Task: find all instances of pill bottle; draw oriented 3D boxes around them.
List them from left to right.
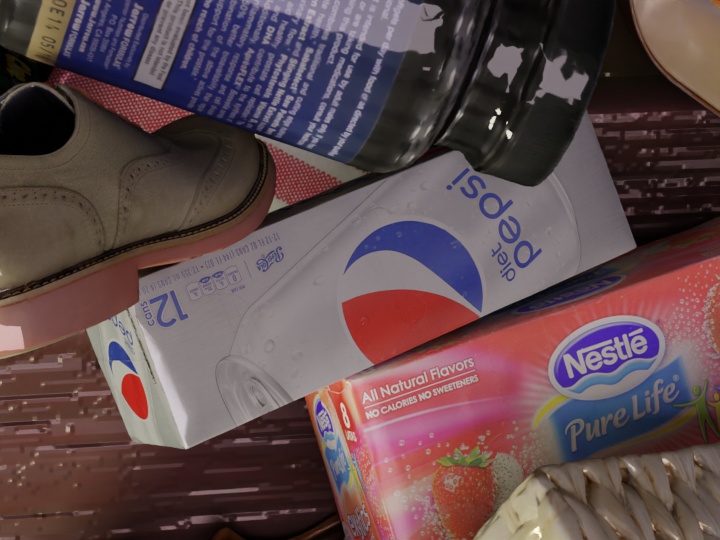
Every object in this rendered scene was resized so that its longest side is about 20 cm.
[{"bbox_3d":[-0.019,-0.100,0.715,0.199,0.112,0.112,19,106,-10],"label":"pill bottle"}]

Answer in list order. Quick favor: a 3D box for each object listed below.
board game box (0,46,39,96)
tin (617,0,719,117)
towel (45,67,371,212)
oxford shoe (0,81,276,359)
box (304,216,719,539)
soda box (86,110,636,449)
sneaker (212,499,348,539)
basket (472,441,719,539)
[{"bbox_3d":[-0.173,0.013,0.788,0.023,0.105,0.201,24,105,-21],"label":"board game box"},{"bbox_3d":[0.191,-0.099,0.845,0.199,0.042,0.112,34,97,-19],"label":"tin"},{"bbox_3d":[-0.043,-0.077,0.820,0.146,0.030,0.201,27,101,-18],"label":"towel"},{"bbox_3d":[-0.084,-0.033,0.699,0.070,0.200,0.074,-11,103,22],"label":"oxford shoe"},{"bbox_3d":[0.088,0.055,0.826,0.199,0.095,0.103,-17,95,-13],"label":"box"},{"bbox_3d":[0.000,0.000,0.779,0.199,0.068,0.064,-23,96,-23],"label":"soda box"},{"bbox_3d":[0.029,0.138,0.883,0.199,0.073,0.085,-2,113,-8],"label":"sneaker"},{"bbox_3d":[0.115,0.186,0.723,0.160,0.199,0.200,0,142,-34],"label":"basket"}]
